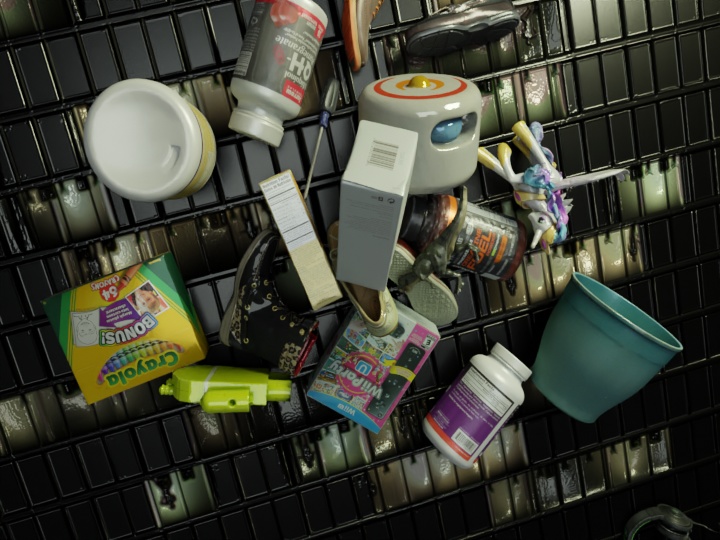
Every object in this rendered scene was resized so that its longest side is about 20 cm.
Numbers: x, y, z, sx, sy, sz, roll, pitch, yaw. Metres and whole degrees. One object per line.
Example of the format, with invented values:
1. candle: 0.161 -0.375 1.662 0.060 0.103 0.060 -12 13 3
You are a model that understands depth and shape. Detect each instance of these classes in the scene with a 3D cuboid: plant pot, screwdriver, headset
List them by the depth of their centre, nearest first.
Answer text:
1. screwdriver: -0.059 -0.206 0.809 0.028 0.028 0.206 3 75 17
2. plant pot: 0.391 0.140 0.885 0.196 0.201 0.191 25 110 -11
3. headset: 0.620 0.525 1.017 0.194 0.094 0.127 -16 101 7

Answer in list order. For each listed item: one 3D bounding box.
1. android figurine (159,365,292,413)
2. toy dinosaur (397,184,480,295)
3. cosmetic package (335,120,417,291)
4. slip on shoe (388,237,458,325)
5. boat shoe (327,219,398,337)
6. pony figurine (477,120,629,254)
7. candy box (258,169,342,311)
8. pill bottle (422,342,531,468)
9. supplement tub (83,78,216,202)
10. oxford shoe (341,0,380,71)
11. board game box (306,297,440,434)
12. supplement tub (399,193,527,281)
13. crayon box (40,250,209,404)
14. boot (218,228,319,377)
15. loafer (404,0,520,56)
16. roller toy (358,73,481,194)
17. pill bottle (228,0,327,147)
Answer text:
1. android figurine: -0.203 0.178 0.804 0.193 0.182 0.043 3 90 -11
2. toy dinosaur: 0.131 -0.020 0.791 0.087 0.048 0.202 30 117 -8
3. cosmetic package: 0.018 -0.078 0.694 0.079 0.202 0.115 14 54 3
4. slip on shoe: 0.099 0.017 0.881 0.073 0.062 0.200 -33 116 26
5. boat shoe: 0.000 0.000 0.790 0.072 0.063 0.203 -30 66 4
6. pony figurine: 0.295 -0.137 0.836 0.189 0.167 0.204 -22 74 -27
7. candy box: -0.092 -0.051 0.816 0.054 0.115 0.205 -24 101 -4
8. pill bottle: 0.203 0.229 0.903 0.112 0.112 0.202 38 92 -12
9. supplement tub: -0.279 -0.172 0.728 0.140 0.200 0.151 -1 99 -7
10. oxford shoe: 0.010 -0.413 0.799 0.070 0.071 0.207 -2 99 -13
11. board game box: 0.020 0.148 0.875 0.145 0.064 0.203 29 104 -10
12. supplement tub: 0.163 -0.059 0.856 0.194 0.107 0.110 16 97 -10
13. crayon box: -0.365 0.089 0.829 0.195 0.058 0.177 -20 101 -4
14. boot: -0.131 0.055 0.823 0.148 0.073 0.205 26 99 15
15. loafer: 0.155 -0.394 0.830 0.194 0.072 0.065 -16 81 -11
16. roller toy: 0.086 -0.212 0.770 0.176 0.202 0.143 4 123 11
17. pill bottle: -0.128 -0.296 0.776 0.108 0.111 0.206 18 96 -10
